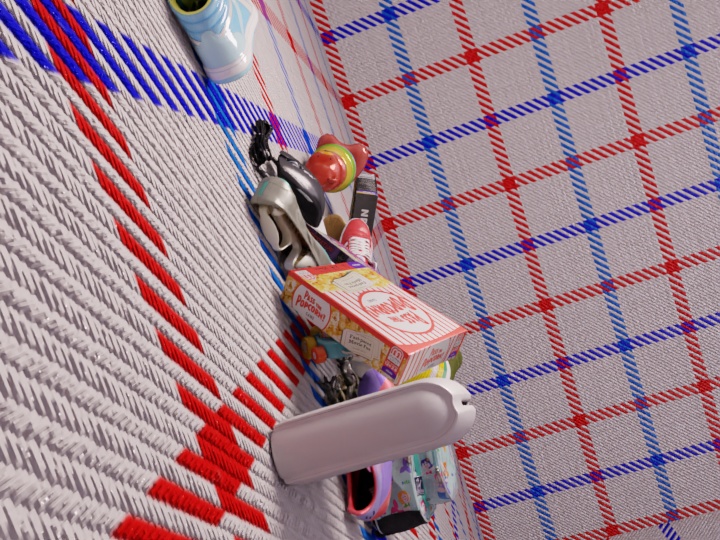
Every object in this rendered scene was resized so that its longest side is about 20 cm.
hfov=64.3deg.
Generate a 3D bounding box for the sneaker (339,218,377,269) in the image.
[{"bbox_3d":[-0.006,-0.031,1.101,0.113,0.071,0.201,111,-15,-63],"label":"sneaker"}]

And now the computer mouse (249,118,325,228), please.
[{"bbox_3d":[-0.102,-0.138,0.898,0.200,0.046,0.141,58,16,-31],"label":"computer mouse"}]

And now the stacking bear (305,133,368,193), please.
[{"bbox_3d":[-0.066,-0.220,1.231,0.200,0.121,0.114,-59,167,-70],"label":"stacking bear"}]

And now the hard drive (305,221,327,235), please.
[{"bbox_3d":[-0.092,-0.092,1.044,0.132,0.026,0.201,27,46,-80],"label":"hard drive"}]

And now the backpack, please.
[{"bbox_3d":[0.065,0.285,0.892,0.178,0.150,0.201,47,21,-70],"label":"backpack"}]

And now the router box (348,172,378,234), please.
[{"bbox_3d":[0.000,-0.113,1.357,0.157,0.052,0.201,-93,-169,-64],"label":"router box"}]

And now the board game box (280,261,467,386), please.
[{"bbox_3d":[0.018,0.059,0.747,0.200,0.047,0.151,33,23,28],"label":"board game box"}]

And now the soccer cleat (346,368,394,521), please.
[{"bbox_3d":[0.014,0.232,0.778,0.076,0.066,0.201,40,51,-63],"label":"soccer cleat"}]

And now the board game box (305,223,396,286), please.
[{"bbox_3d":[0.000,0.000,0.921,0.200,0.032,0.120,38,1,27],"label":"board game box"}]

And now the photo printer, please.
[{"bbox_3d":[0.024,0.168,0.613,0.166,0.199,0.070,48,25,-71],"label":"photo printer"}]

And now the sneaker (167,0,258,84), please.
[{"bbox_3d":[-0.188,-0.348,0.728,0.131,0.079,0.201,65,10,-53],"label":"sneaker"}]

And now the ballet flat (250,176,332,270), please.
[{"bbox_3d":[-0.097,-0.037,0.794,0.064,0.067,0.201,-64,143,-38],"label":"ballet flat"}]

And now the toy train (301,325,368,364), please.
[{"bbox_3d":[-0.004,0.080,0.807,0.200,0.149,0.056,-34,120,-78],"label":"toy train"}]

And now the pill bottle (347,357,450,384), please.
[{"bbox_3d":[0.053,0.152,0.994,0.200,0.113,0.113,35,25,-26],"label":"pill bottle"}]

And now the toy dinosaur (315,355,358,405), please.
[{"bbox_3d":[-0.027,0.179,0.820,0.200,0.047,0.089,-73,151,-72],"label":"toy dinosaur"}]

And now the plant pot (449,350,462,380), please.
[{"bbox_3d":[0.389,0.480,2.778,0.190,0.199,0.201,-65,138,-60],"label":"plant pot"}]

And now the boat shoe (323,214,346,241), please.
[{"bbox_3d":[-0.022,-0.021,1.208,0.069,0.073,0.201,14,58,-75],"label":"boat shoe"}]
